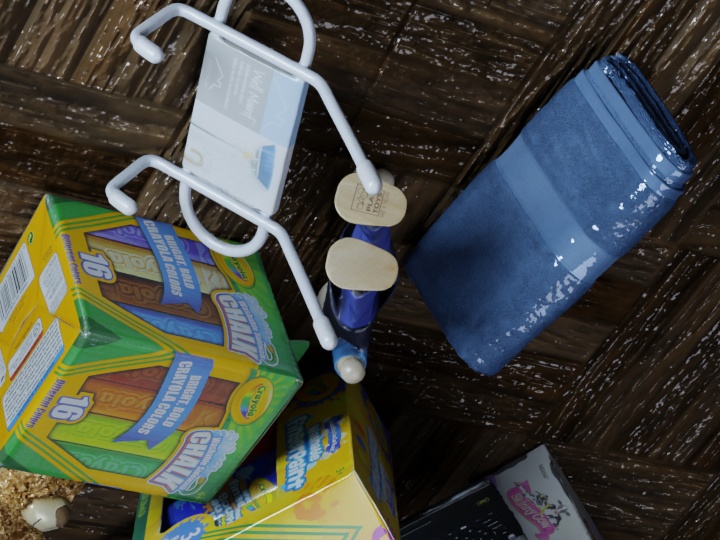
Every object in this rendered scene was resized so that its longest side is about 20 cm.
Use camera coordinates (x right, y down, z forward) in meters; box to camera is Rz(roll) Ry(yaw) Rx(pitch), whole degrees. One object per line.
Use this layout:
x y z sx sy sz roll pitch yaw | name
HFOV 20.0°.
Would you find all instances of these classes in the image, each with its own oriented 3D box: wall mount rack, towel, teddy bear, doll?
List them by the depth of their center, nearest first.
-0.058 -0.057 1.162 0.075 0.173 0.201 -45 159 -45 | wall mount rack
0.000 0.000 1.271 0.048 0.138 0.200 9 163 -1 | doll
0.121 -0.033 1.291 0.048 0.112 0.200 17 126 -47 | towel
-0.267 0.170 1.372 0.198 0.067 0.146 -17 140 -5 | teddy bear

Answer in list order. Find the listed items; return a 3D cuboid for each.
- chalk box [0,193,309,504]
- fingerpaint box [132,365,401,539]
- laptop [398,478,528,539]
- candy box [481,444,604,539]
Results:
-0.123 0.056 1.271 0.198 0.125 0.125 14 127 -33 | chalk box
-0.063 0.155 1.340 0.166 0.200 0.074 -28 107 7 | fingerpaint box
0.047 0.247 1.381 0.176 0.104 0.200 -28 154 2 | laptop
0.172 0.258 1.567 0.071 0.169 0.200 -28 137 5 | candy box
